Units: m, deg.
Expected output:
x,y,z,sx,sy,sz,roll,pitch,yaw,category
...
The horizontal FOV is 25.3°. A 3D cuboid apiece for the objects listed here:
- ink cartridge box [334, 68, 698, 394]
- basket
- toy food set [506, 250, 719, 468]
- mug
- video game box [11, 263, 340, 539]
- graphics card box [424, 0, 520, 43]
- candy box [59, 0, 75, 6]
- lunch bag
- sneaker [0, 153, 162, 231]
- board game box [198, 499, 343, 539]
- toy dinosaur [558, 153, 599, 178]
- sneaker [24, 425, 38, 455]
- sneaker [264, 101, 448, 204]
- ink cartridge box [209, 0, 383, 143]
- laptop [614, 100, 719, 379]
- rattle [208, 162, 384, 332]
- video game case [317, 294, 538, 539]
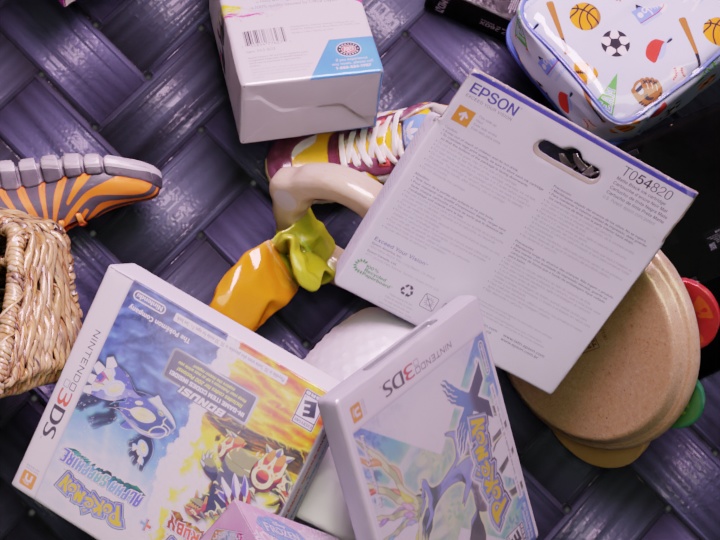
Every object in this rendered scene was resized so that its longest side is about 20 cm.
x,y,z,sx,sy,sz,roll,pitch,yaw,category
0.111,-0.030,1.178,0.198,0.041,0.201,28,116,-13,ink cartridge box
-0.319,0.024,1.152,0.198,0.149,0.144,-6,93,17,basket
0.190,0.049,1.270,0.048,0.198,0.201,-19,70,-46,toy food set
0.019,0.139,1.244,0.200,0.147,0.176,38,72,-33,mug
-0.130,0.120,1.144,0.199,0.047,0.183,28,102,16,video game box
0.168,-0.249,1.389,0.199,0.051,0.126,23,76,-6,graphics card box
-0.199,-0.319,1.307,0.199,0.061,0.137,-33,67,-22,candy box
0.228,-0.210,1.325,0.199,0.076,0.161,-37,77,-16,lunch bag
-0.253,-0.029,1.266,0.198,0.078,0.113,-5,83,0,sneaker
-0.078,0.264,1.107,0.199,0.199,0.043,-49,47,11,board game box
0.214,-0.032,1.333,0.198,0.102,0.137,-6,95,-32,toy dinosaur
-0.153,0.132,1.245,0.199,0.076,0.116,-29,124,10,sneaker
0.021,-0.104,1.312,0.198,0.090,0.076,-10,80,-12,sneaker
-0.060,-0.204,1.310,0.114,0.068,0.201,-7,53,-11,ink cartridge box
0.302,-0.028,1.326,0.186,0.116,0.201,-23,85,-14,laptop
0.000,0.000,1.230,0.199,0.131,0.143,20,36,24,rattle
0.054,0.144,1.137,0.182,0.022,0.202,-33,113,-47,video game case
